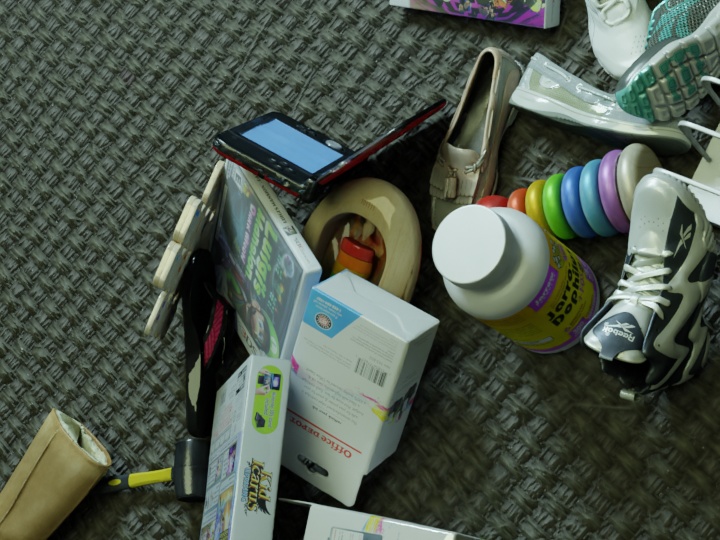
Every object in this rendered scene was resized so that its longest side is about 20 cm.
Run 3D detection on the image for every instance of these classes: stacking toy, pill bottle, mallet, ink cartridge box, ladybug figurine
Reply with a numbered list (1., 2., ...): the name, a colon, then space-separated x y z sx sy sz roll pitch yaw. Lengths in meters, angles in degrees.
1. stacking toy: 0.195 -0.062 1.565 0.199 0.085 0.086 -12 68 34
2. pill bottle: 0.142 0.005 1.491 0.103 0.200 0.105 -10 69 27
3. mallet: -0.242 0.218 1.748 0.199 0.041 0.067 -5 72 33
4. ink cartridge box: -0.011 0.117 1.583 0.115 0.068 0.201 29 120 21
5. ladybug figurine: 0.000 0.000 1.633 0.135 0.072 0.201 32 111 22
6. ink cartridge box: 0.022 0.269 1.523 0.199 0.117 0.068 6 79 32

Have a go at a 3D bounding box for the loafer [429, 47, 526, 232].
1. loafer: 0.110 -0.131 1.639 0.071 0.063 0.202 16 82 34

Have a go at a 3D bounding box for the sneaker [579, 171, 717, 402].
1. sneaker: 0.248 0.024 1.413 0.079 0.129 0.201 18 123 35

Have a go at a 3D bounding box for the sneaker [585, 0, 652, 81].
1. sneaker: 0.245 -0.279 1.595 0.074 0.087 0.202 -21 65 21

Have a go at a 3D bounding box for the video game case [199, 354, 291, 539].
1. video game case: -0.117 0.194 1.600 0.045 0.200 0.183 10 74 -12

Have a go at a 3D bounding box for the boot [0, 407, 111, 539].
1. boot: -0.383 0.236 1.793 0.175 0.066 0.201 41 105 21

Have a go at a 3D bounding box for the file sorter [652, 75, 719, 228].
1. file sorter: 0.374 -0.137 1.449 0.138 0.124 0.201 25 87 33

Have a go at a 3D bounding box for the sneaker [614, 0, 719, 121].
1. sneaker: 0.302 -0.214 1.528 0.200 0.078 0.091 -38 40 -23

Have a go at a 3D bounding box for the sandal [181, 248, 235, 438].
1. sandal: -0.157 0.077 1.715 0.045 0.075 0.202 -1 88 18

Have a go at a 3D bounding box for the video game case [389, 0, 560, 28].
1. video game case: 0.121 -0.356 1.675 0.199 0.036 0.183 15 113 33

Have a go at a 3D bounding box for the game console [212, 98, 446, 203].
1. game console: -0.029 -0.149 1.629 0.171 0.200 0.119 29 109 8

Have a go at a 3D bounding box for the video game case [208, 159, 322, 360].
1. video game case: -0.106 0.001 1.669 0.182 0.023 0.201 57 148 31

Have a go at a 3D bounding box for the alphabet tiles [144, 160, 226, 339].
1. alphabet tiles: -0.183 -0.021 1.705 0.014 0.200 0.197 23 86 3

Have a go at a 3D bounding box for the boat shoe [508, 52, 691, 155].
1. boat shoe: 0.237 -0.162 1.570 0.201 0.074 0.065 22 90 41
